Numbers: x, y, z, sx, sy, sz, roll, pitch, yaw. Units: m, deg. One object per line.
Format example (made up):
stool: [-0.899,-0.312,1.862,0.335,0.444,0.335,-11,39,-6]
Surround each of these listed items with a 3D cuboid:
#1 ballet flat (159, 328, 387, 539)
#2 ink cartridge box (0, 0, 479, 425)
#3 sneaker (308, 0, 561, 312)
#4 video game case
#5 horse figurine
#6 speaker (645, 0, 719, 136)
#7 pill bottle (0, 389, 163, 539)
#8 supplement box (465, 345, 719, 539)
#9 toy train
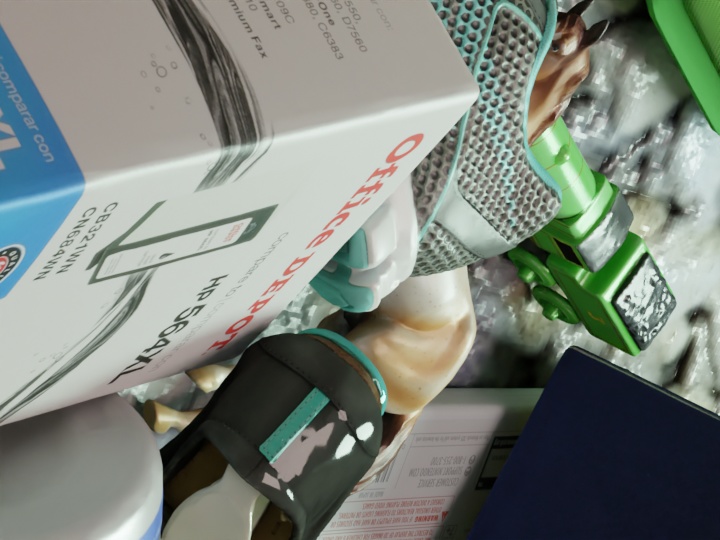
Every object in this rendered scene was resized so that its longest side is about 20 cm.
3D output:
ballet flat: [-0.053,0.088,0.931,0.068,0.068,0.200,-49,172,-38]
ink cartridge box: [-0.086,-0.025,0.796,0.199,0.085,0.146,-15,157,-45]
sneaker: [0.017,-0.092,0.894,0.091,0.077,0.201,-9,103,-26]
video game case: [-0.002,0.130,1.111,0.199,0.023,0.183,3,110,-53]
horse figurine: [0.000,0.000,0.973,0.132,0.050,0.201,-5,119,-27]
speaker: [0.153,-0.104,1.092,0.089,0.088,0.200,-53,144,-11]
pill bottle: [-0.120,0.136,0.887,0.113,0.113,0.201,-24,130,-41]
supplement box: [0.131,0.120,1.167,0.109,0.109,0.200,-62,155,-3]
toy train: [0.066,-0.030,1.057,0.042,0.056,0.200,-53,144,-12]
